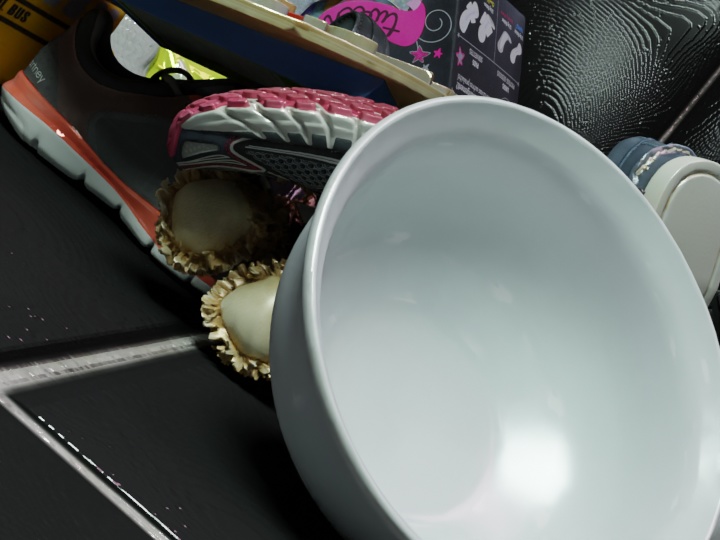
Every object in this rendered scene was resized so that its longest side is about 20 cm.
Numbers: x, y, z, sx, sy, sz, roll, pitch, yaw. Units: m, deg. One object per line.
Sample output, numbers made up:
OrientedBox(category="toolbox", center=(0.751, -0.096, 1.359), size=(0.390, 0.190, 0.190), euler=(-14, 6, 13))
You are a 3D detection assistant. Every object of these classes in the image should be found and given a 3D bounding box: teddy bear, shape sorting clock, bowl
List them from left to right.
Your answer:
OrientedBox(category="shape sorting clock", center=(-0.043, -0.108, 0.958), size=(0.199, 0.039, 0.200), euler=(26, -2, 1))
OrientedBox(category="teddy bear", center=(-0.009, 0.000, 0.913), size=(0.145, 0.067, 0.200), euler=(45, 34, 11))
OrientedBox(category="bowl", center=(0.038, 0.043, 0.770), size=(0.200, 0.090, 0.202), euler=(17, 62, -33))

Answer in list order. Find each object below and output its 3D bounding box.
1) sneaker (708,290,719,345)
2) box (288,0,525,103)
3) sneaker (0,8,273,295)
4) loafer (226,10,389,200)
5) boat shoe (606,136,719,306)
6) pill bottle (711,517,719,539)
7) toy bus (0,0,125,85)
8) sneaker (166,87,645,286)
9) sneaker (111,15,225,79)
OrientedBox(category="sneaker", center=(0.151, 0.051, 1.099), size=(0.087, 0.199, 0.076), euler=(-8, 90, -68))
OrientedBox(category="box", center=(-0.013, -0.121, 1.289), size=(0.199, 0.115, 0.132), euler=(1, -9, 23))
OrientedBox(category="sneaker", center=(-0.074, -0.047, 0.961), size=(0.200, 0.082, 0.077), euler=(39, 7, 0))
OrientedBox(category="loafer", center=(-0.041, -0.086, 1.106), size=(0.070, 0.068, 0.201), euler=(45, 43, -15))
OrientedBox(category="boat shoe", center=(0.103, 0.037, 0.919), size=(0.075, 0.201, 0.062), euler=(10, 11, -36))
OrientedBox(category="pill bottle", center=(0.130, 0.096, 1.002), size=(0.200, 0.111, 0.111), euler=(41, 7, 16))
OrientedBox(category="toy bus", center=(-0.177, -0.135, 0.997), size=(0.065, 0.078, 0.200), euler=(42, 7, 22))
OrientedBox(category="sneaker", center=(0.017, -0.027, 0.849), size=(0.199, 0.075, 0.081), euler=(16, 7, -7))
OrientedBox(category="sneaker", center=(-0.129, -0.103, 1.175), size=(0.200, 0.076, 0.105), euler=(37, -11, -20))
